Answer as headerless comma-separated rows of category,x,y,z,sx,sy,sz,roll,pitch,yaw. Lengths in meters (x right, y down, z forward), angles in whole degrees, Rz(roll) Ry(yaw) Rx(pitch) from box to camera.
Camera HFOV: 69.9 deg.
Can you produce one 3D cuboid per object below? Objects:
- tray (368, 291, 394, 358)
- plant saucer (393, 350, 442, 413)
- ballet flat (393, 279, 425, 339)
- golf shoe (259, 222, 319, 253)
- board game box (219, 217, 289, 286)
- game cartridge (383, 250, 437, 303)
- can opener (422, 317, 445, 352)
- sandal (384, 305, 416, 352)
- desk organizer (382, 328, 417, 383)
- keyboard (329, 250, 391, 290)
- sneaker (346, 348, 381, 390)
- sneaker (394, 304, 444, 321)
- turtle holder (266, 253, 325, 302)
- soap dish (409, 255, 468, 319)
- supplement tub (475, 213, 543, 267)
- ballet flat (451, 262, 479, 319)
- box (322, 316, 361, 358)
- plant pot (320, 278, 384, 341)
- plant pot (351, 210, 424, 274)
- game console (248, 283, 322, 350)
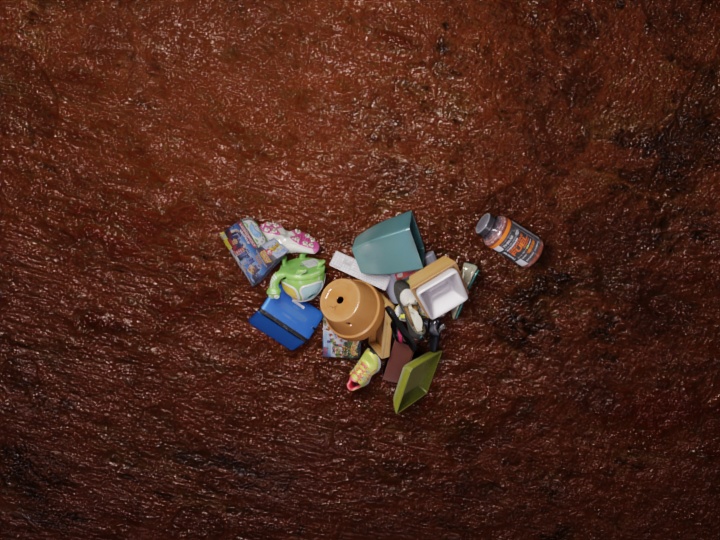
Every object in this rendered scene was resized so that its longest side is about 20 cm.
tray,0.070,0.185,1.743,0.037,0.099,0.202,-10,120,-25
plant saucer,0.190,0.380,1.811,0.048,0.199,0.201,31,120,31
ballet flat,0.166,0.120,1.646,0.067,0.068,0.202,-20,86,-16
golf shoe,-0.230,-0.086,1.646,0.198,0.076,0.092,20,124,1
board game box,-0.320,-0.068,1.607,0.199,0.062,0.201,-20,105,45
game cartridge,0.175,0.030,1.701,0.199,0.041,0.134,-24,117,13
can opener,0.250,0.214,1.743,0.078,0.064,0.201,23,155,26
sandal,0.121,0.196,1.673,0.045,0.075,0.201,-40,122,-10
desk organizer,0.139,0.296,1.812,0.076,0.072,0.202,14,116,-2
keyboard,0.000,0.000,1.668,0.199,0.011,0.057,25,72,2
sneaker,0.007,0.356,1.806,0.078,0.090,0.201,40,132,25
sneaker,0.197,0.128,1.733,0.198,0.085,0.075,-4,83,-17
turtle holder,-0.194,0.034,1.637,0.140,0.185,0.133,14,120,23
soap dish,0.242,0.053,1.594,0.157,0.082,0.200,-31,142,4
supplement tub,0.455,-0.097,1.588,0.199,0.107,0.107,28,114,-11
ballet flat,0.330,0.064,1.705,0.062,0.067,0.201,26,111,15
box,-0.063,0.210,1.795,0.135,0.038,0.202,3,116,1
plant pot,-0.038,0.112,1.634,0.199,0.202,0.140,-23,154,13
plant pot,0.084,-0.071,1.602,0.198,0.142,0.142,-16,114,17
game console,-0.260,0.165,1.791,0.199,0.118,0.171,36,81,-15
